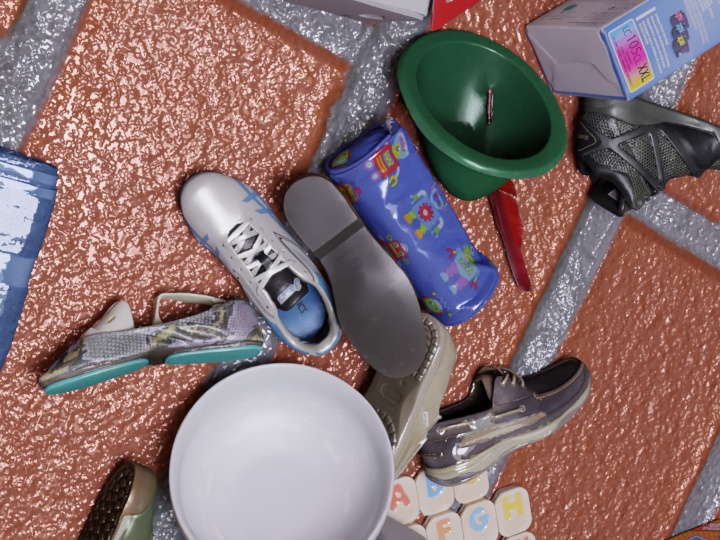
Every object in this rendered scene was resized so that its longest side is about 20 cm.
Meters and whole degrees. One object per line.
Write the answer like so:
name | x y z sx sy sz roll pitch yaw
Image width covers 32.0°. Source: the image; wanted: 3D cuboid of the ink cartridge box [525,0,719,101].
ink cartridge box | 0.276 -0.241 1.176 0.199 0.136 0.077 -34 112 -14

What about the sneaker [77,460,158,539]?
sneaker | -0.207 0.270 1.102 0.089 0.067 0.202 25 92 -29

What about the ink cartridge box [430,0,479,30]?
ink cartridge box | 0.121 -0.313 1.101 0.199 0.116 0.067 -38 73 -14

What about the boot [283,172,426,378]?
boot | 0.000 0.000 1.119 0.073 0.076 0.202 -28 100 5

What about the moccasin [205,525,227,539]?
moccasin | -0.143 0.325 1.137 0.077 0.073 0.204 -8 111 -30

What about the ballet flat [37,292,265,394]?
ballet flat | -0.182 0.057 1.079 0.198 0.072 0.073 -10 103 -22

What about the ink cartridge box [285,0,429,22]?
ink cartridge box | 0.011 -0.316 1.043 0.083 0.145 0.203 8 96 -23

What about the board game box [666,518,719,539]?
board game box | 0.364 0.412 1.296 0.198 0.199 0.203 -16 105 -19

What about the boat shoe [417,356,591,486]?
boat shoe | 0.140 0.132 1.219 0.199 0.074 0.074 -30 106 -20

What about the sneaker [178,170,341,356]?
sneaker | -0.082 -0.007 1.100 0.072 0.072 0.201 -43 111 -9

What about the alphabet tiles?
alphabet tiles | 0.087 0.288 1.257 0.198 0.015 0.198 -15 105 -20

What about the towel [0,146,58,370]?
towel | -0.320 -0.003 1.010 0.110 0.048 0.203 17 92 -25

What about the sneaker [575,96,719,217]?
sneaker | 0.298 -0.103 1.246 0.197 0.076 0.116 11 97 -21

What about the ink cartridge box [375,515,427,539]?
ink cartridge box | -0.007 0.331 1.142 0.084 0.146 0.201 34 90 -20

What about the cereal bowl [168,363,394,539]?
cereal bowl | -0.071 0.189 1.103 0.197 0.084 0.202 4 60 -6

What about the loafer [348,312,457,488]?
loafer | 0.037 0.137 1.168 0.068 0.075 0.202 16 106 -49

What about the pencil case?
pencil case | 0.051 -0.046 1.147 0.087 0.078 0.201 -48 114 -28

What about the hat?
hat | 0.089 -0.094 1.183 0.164 0.177 0.201 -13 61 -31
